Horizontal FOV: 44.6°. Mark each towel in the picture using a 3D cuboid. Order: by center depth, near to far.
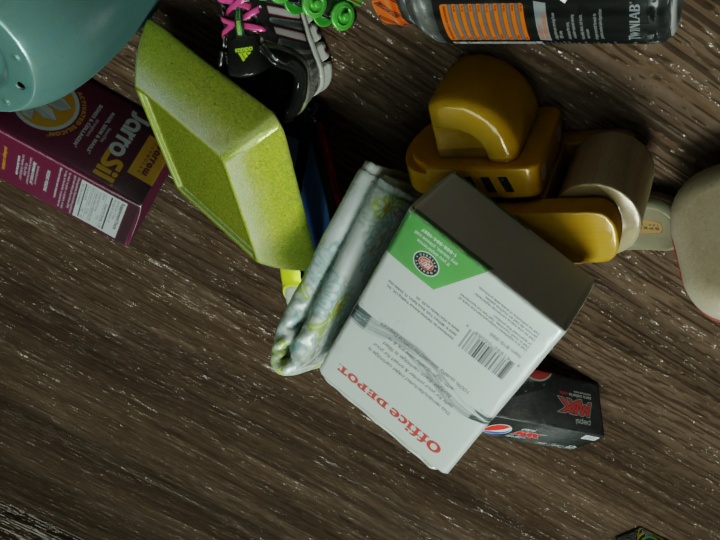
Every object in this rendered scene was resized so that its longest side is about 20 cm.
[{"bbox_3d":[0.000,0.000,0.813,0.048,0.202,0.171,31,-170,21],"label":"towel"}]

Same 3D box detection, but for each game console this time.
[{"bbox_3d":[-0.093,-0.070,0.876,0.170,0.120,0.201,20,145,2],"label":"game console"}]

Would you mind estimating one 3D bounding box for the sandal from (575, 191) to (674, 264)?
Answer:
[{"bbox_3d":[0.202,-0.035,0.814,0.197,0.054,0.081,4,141,35],"label":"sandal"}]

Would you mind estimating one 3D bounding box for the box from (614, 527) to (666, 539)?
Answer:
[{"bbox_3d":[0.479,0.462,1.317,0.198,0.065,0.070,26,145,-7],"label":"box"}]

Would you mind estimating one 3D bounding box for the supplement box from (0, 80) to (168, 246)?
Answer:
[{"bbox_3d":[-0.300,-0.132,0.915,0.198,0.111,0.086,29,145,-10],"label":"supplement box"}]

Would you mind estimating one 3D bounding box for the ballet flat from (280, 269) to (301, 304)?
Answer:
[{"bbox_3d":[-0.053,0.056,1.067,0.066,0.068,0.201,4,141,24],"label":"ballet flat"}]

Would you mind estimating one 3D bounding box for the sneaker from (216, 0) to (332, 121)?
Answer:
[{"bbox_3d":[-0.087,-0.205,0.721,0.073,0.088,0.201,1,140,28],"label":"sneaker"}]

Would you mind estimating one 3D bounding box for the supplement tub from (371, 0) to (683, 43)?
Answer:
[{"bbox_3d":[0.109,-0.212,0.574,0.197,0.124,0.123,6,143,21],"label":"supplement tub"}]

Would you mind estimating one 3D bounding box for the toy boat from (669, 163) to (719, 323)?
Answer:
[{"bbox_3d":[0.359,-0.032,0.700,0.198,0.133,0.130,-21,160,41],"label":"toy boat"}]

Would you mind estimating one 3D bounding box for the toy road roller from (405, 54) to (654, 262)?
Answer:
[{"bbox_3d":[0.132,-0.096,0.722,0.197,0.124,0.148,3,130,27],"label":"toy road roller"}]

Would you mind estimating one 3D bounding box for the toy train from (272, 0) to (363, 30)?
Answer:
[{"bbox_3d":[-0.077,-0.234,0.651,0.198,0.057,0.042,12,-169,-39],"label":"toy train"}]

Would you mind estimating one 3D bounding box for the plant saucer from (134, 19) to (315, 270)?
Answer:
[{"bbox_3d":[-0.131,-0.100,0.804,0.199,0.048,0.201,40,157,31],"label":"plant saucer"}]

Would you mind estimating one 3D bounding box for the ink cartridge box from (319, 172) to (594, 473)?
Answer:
[{"bbox_3d":[0.071,0.048,0.718,0.146,0.083,0.201,38,131,9],"label":"ink cartridge box"}]

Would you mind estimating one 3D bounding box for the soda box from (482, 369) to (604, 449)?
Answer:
[{"bbox_3d":[0.184,0.154,1.014,0.197,0.072,0.063,14,150,-25],"label":"soda box"}]

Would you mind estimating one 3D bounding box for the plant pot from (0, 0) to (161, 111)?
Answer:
[{"bbox_3d":[-0.287,-0.233,0.730,0.197,0.162,0.202,15,144,11],"label":"plant pot"}]
